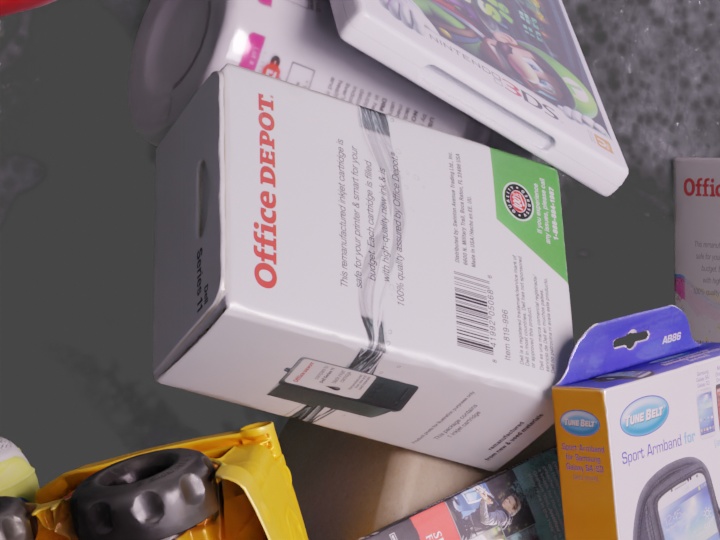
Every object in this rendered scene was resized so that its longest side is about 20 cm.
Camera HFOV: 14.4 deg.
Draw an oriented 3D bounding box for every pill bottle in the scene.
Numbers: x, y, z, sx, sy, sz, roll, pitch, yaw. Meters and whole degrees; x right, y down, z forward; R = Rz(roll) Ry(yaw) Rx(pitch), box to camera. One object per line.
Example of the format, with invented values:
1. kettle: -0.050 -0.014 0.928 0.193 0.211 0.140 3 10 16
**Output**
1. pill bottle: -0.013 -0.090 1.507 0.199 0.113 0.114 20 83 -29

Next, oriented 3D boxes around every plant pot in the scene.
1. plant pot: 0.038 0.166 1.517 0.199 0.200 0.178 17 71 -29

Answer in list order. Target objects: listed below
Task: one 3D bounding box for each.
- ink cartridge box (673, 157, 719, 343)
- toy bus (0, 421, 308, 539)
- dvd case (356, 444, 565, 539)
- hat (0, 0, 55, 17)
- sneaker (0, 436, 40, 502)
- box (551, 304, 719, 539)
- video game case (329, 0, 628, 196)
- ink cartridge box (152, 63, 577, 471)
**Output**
1. ink cartridge box: 0.267 0.007 1.663 0.125 0.128 0.202 -2 95 -30
2. toy bus: -0.116 0.145 1.394 0.199 0.192 0.137 -14 106 11
3. dvd case: 0.092 0.170 1.426 0.199 0.022 0.147 -22 87 -37
4. hat: -0.252 -0.083 1.428 0.198 0.176 0.167 3 94 8
5. sneaker: -0.227 0.176 1.423 0.200 0.076 0.105 -39 111 -23
6. box: 0.152 0.121 1.406 0.119 0.041 0.202 -13 102 -43
7. video game case: 0.050 -0.140 1.509 0.181 0.201 0.023 29 116 -28
8. ink cartridge box: 0.000 0.000 1.411 0.199 0.083 0.147 17 52 -25
